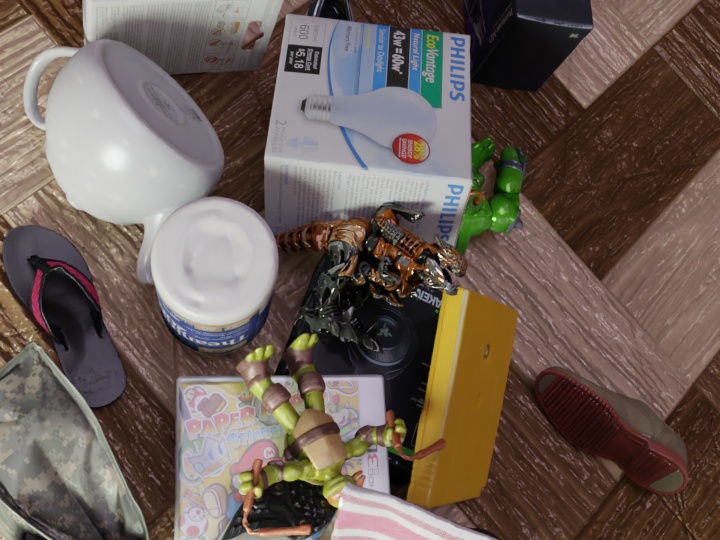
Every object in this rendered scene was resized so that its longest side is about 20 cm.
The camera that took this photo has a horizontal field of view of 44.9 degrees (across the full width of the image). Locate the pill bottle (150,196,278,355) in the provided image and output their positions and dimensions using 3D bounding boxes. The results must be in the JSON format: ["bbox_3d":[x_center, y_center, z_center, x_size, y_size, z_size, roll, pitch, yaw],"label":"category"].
[{"bbox_3d":[-0.137,0.017,0.823,0.109,0.200,0.113,3,73,-8],"label":"pill bottle"}]

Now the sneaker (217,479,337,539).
[{"bbox_3d":[-0.091,0.249,0.727,0.071,0.073,0.200,29,52,25],"label":"sneaker"}]

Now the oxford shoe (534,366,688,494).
[{"bbox_3d":[0.284,0.169,0.991,0.199,0.071,0.075,38,38,0],"label":"oxford shoe"}]

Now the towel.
[{"bbox_3d":[0.032,0.274,0.705,0.144,0.203,0.030,17,27,6],"label":"towel"}]

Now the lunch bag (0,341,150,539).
[{"bbox_3d":[-0.263,0.190,0.748,0.117,0.164,0.201,-38,84,-30],"label":"lunch bag"}]

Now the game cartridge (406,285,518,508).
[{"bbox_3d":[0.105,0.127,0.869,0.032,0.176,0.204,10,85,27],"label":"game cartridge"}]

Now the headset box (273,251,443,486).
[{"bbox_3d":[0.004,0.105,0.900,0.172,0.093,0.203,25,67,-7],"label":"headset box"}]

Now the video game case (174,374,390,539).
[{"bbox_3d":[-0.069,0.188,0.790,0.196,0.023,0.186,1,73,-14],"label":"video game case"}]

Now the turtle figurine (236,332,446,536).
[{"bbox_3d":[-0.034,0.139,0.763,0.197,0.065,0.163,-17,67,-25],"label":"turtle figurine"}]

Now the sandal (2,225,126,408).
[{"bbox_3d":[-0.288,0.038,0.858,0.074,0.045,0.202,-26,81,-23],"label":"sandal"}]

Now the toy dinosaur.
[{"bbox_3d":[0.000,0.000,0.823,0.101,0.198,0.138,22,82,-45],"label":"toy dinosaur"}]

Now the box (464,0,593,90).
[{"bbox_3d":[0.203,-0.354,1.090,0.102,0.148,0.204,4,70,-15],"label":"box"}]

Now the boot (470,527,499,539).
[{"bbox_3d":[0.120,0.304,0.811,0.138,0.198,0.078,-44,113,-29],"label":"boot"}]

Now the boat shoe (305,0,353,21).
[{"bbox_3d":[-0.035,-0.240,1.024,0.073,0.062,0.204,10,69,-15],"label":"boat shoe"}]

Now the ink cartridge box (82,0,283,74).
[{"bbox_3d":[-0.193,-0.265,0.929,0.196,0.161,0.051,-11,78,-20],"label":"ink cartridge box"}]

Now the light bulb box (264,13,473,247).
[{"bbox_3d":[0.009,-0.138,0.891,0.196,0.126,0.201,5,57,-3],"label":"light bulb box"}]

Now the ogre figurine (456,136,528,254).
[{"bbox_3d":[0.110,-0.090,1.004,0.197,0.098,0.122,7,50,-31],"label":"ogre figurine"}]

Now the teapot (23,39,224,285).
[{"bbox_3d":[-0.245,-0.121,0.874,0.197,0.146,0.201,40,20,-32],"label":"teapot"}]
